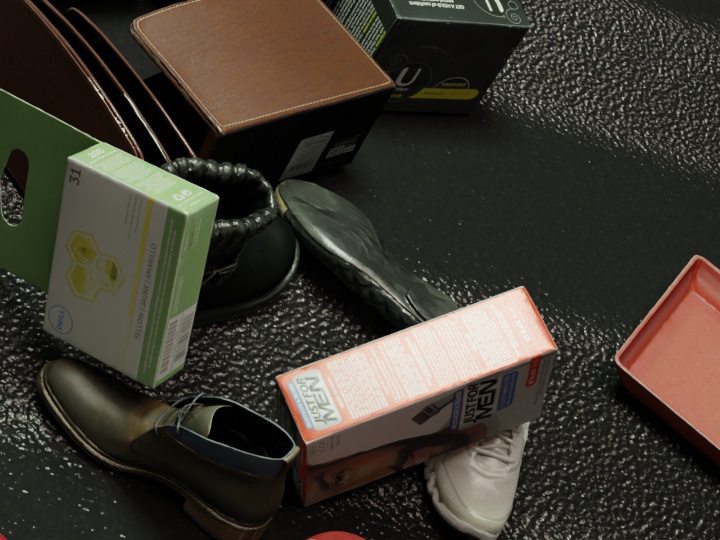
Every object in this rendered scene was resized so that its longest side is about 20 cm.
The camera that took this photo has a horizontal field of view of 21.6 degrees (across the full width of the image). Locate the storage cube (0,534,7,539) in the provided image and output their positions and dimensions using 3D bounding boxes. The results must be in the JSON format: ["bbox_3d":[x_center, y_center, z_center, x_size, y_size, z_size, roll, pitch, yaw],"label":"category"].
[{"bbox_3d":[-0.287,0.238,1.070,0.200,0.171,0.180,40,41,7],"label":"storage cube"}]

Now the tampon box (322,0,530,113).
[{"bbox_3d":[0.037,-0.260,1.753,0.150,0.126,0.200,-1,54,-32],"label":"tampon box"}]

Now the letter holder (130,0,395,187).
[{"bbox_3d":[-0.100,-0.150,1.580,0.200,0.101,0.142,-20,63,-42],"label":"letter holder"}]

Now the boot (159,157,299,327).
[{"bbox_3d":[-0.101,-0.029,1.435,0.079,0.158,0.211,48,44,15],"label":"boot"}]

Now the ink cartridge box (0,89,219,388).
[{"bbox_3d":[-0.202,-0.024,1.335,0.200,0.146,0.048,25,31,20],"label":"ink cartridge box"}]

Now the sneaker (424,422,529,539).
[{"bbox_3d":[0.101,0.122,1.483,0.075,0.081,0.200,23,45,-14],"label":"sneaker"}]

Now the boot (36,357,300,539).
[{"bbox_3d":[-0.133,0.105,1.339,0.200,0.097,0.075,34,42,-1],"label":"boot"}]

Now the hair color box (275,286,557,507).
[{"bbox_3d":[0.039,0.094,1.394,0.200,0.111,0.064,-19,61,-13],"label":"hair color box"}]

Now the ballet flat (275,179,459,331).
[{"bbox_3d":[0.000,0.000,1.551,0.200,0.057,0.066,43,47,12],"label":"ballet flat"}]

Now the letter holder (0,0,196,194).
[{"bbox_3d":[-0.210,-0.126,1.467,0.100,0.142,0.200,-21,65,-42],"label":"letter holder"}]

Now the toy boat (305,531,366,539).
[{"bbox_3d":[0.026,0.257,1.274,0.200,0.131,0.130,45,43,11],"label":"toy boat"}]

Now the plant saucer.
[{"bbox_3d":[0.331,0.103,1.674,0.200,0.037,0.200,41,43,6],"label":"plant saucer"}]
